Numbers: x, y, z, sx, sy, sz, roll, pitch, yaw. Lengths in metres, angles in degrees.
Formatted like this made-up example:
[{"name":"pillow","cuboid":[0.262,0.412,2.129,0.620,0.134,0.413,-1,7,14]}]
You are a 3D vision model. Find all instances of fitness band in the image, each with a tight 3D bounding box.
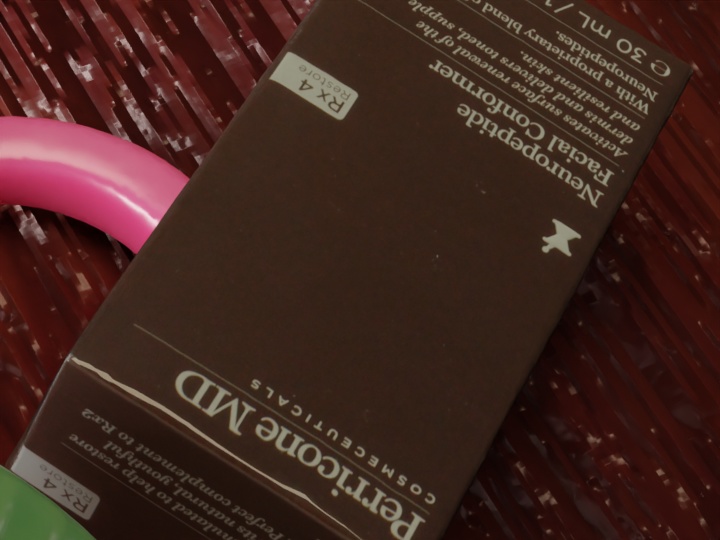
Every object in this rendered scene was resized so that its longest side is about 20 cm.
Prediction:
[{"name":"fitness band","cuboid":[-0.093,0.047,0.744,0.143,0.038,0.201,0,57,-4]}]

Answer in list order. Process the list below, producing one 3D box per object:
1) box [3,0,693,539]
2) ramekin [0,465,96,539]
[{"name":"box","cuboid":[0.000,0.000,0.732,0.100,0.075,0.200,32,51,-1]},{"name":"ramekin","cuboid":[-0.129,0.112,0.605,0.199,0.201,0.098,17,48,8]}]
